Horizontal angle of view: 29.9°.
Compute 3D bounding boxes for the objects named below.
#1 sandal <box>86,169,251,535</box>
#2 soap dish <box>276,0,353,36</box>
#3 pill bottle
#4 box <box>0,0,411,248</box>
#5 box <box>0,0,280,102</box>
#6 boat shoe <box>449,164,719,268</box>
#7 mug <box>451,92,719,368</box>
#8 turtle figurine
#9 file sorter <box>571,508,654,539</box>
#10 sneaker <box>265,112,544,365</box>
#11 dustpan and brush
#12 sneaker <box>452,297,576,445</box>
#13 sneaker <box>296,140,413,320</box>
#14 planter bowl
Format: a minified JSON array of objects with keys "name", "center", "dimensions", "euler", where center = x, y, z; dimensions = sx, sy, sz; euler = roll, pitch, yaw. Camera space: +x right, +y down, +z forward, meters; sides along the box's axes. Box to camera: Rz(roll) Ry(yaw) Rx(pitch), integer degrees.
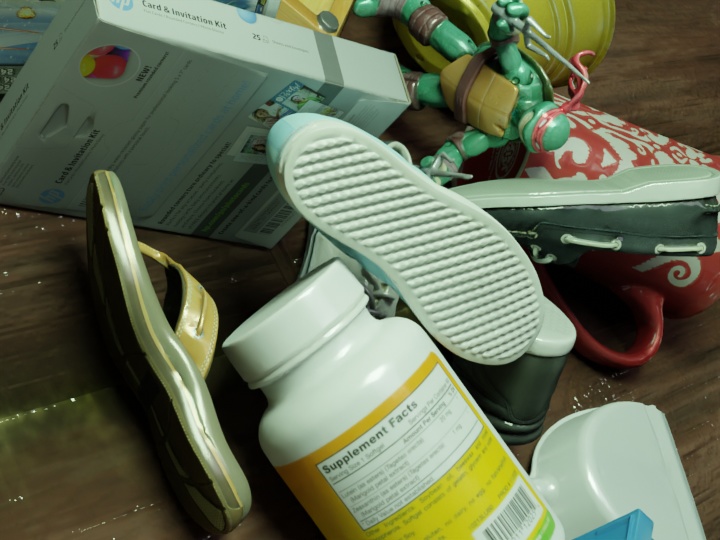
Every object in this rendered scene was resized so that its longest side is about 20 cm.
[{"name":"sandal","center":[-0.098,0.040,0.720],"dimensions":[0.054,0.080,0.202],"euler":[-22,81,-26]},{"name":"soap dish","center":[-0.066,-0.223,0.948],"dimensions":[0.157,0.081,0.201],"euler":[37,43,-15]},{"name":"pill bottle","center":[0.014,0.098,0.741],"dimensions":[0.201,0.111,0.111],"euler":[54,40,-6]},{"name":"box","center":[-0.095,-0.081,0.759],"dimensions":[0.198,0.156,0.042],"euler":[7,53,-38]},{"name":"box","center":[-0.146,-0.145,0.730],"dimensions":[0.198,0.137,0.040],"euler":[3,55,-18]},{"name":"boat shoe","center":[0.142,-0.031,0.896],"dimensions":[0.076,0.197,0.061],"euler":[-76,162,-74]},{"name":"mug","center":[0.179,-0.040,0.999],"dimensions":[0.198,0.133,0.179],"euler":[21,47,-25]},{"name":"turtle figurine","center":[0.074,-0.121,0.914],"dimensions":[0.199,0.151,0.100],"euler":[35,20,36]},{"name":"file sorter","center":[0.123,0.261,0.718],"dimensions":[0.122,0.138,0.201],"euler":[41,41,-16]},{"name":"sneaker","center":[0.026,-0.025,0.759],"dimensions":[0.200,0.074,0.082],"euler":[43,4,-28]},{"name":"dustpan and brush","center":[0.141,0.145,0.891],"dimensions":[0.199,0.057,0.141],"euler":[18,48,-41]},{"name":"sneaker","center":[0.075,0.041,0.897],"dimensions":[0.070,0.100,0.200],"euler":[6,24,-19]},{"name":"sneaker","center":[0.000,0.000,0.847],"dimensions":[0.072,0.071,0.202],"euler":[22,50,-29]},{"name":"planter bowl","center":[0.082,-0.197,1.001],"dimensions":[0.201,0.200,0.083],"euler":[47,62,-4]}]
